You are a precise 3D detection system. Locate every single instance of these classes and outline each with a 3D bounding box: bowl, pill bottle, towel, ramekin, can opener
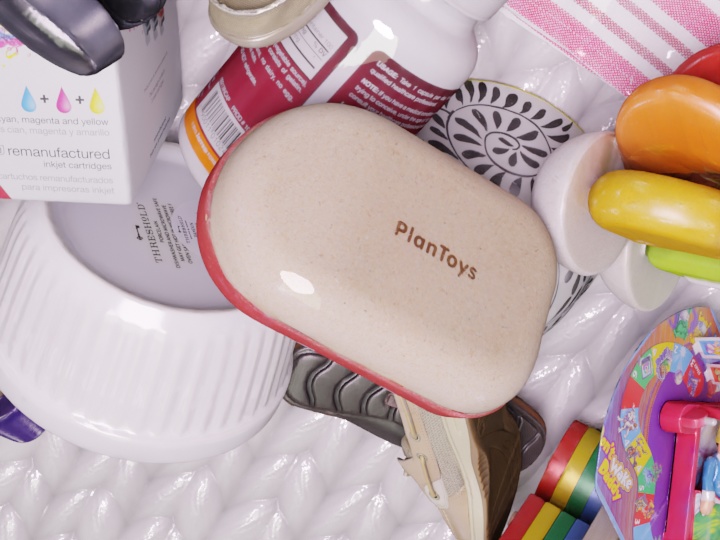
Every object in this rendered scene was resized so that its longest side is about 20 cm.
[{"bbox_3d":[0.063,-0.010,0.826,0.200,0.094,0.201,4,124,6],"label":"bowl"},{"bbox_3d":[-0.006,-0.118,0.751,0.113,0.113,0.200,37,116,-16],"label":"pill bottle"},{"bbox_3d":[0.187,-0.188,0.734,0.146,0.030,0.200,32,121,-14],"label":"towel"},{"bbox_3d":[-0.126,0.008,0.795,0.199,0.200,0.105,20,126,-6],"label":"ramekin"},{"bbox_3d":[-0.171,-0.181,0.598,0.200,0.079,0.063,46,123,-9],"label":"can opener"}]

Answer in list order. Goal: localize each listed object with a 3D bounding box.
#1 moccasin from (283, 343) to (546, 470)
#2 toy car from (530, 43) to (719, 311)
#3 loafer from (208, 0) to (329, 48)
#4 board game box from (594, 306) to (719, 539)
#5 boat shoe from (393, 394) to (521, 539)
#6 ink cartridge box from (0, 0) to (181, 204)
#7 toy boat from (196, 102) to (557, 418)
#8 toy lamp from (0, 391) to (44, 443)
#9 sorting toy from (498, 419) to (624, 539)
[{"bbox_3d":[0.035,0.089,0.908,0.200,0.078,0.074,14,108,-9],"label":"moccasin"},{"bbox_3d":[0.209,-0.048,0.741,0.175,0.151,0.200,13,173,39],"label":"toy car"},{"bbox_3d":[-0.028,-0.212,0.673,0.075,0.068,0.201,26,86,28],"label":"loafer"},{"bbox_3d":[0.224,0.127,0.830,0.039,0.158,0.200,5,133,47],"label":"board game box"},{"bbox_3d":[0.060,0.114,0.840,0.065,0.072,0.200,10,140,24],"label":"boat shoe"},{"bbox_3d":[-0.188,-0.160,0.731,0.145,0.145,0.201,3,121,5],"label":"ink cartridge box"},{"bbox_3d":[0.000,0.000,0.711,0.200,0.131,0.131,29,153,-20],"label":"toy boat"},{"bbox_3d":[-0.282,0.057,0.911,0.058,0.058,0.200,-11,139,14],"label":"toy lamp"},{"bbox_3d":[0.130,0.209,0.909,0.069,0.199,0.201,27,123,16],"label":"sorting toy"}]
